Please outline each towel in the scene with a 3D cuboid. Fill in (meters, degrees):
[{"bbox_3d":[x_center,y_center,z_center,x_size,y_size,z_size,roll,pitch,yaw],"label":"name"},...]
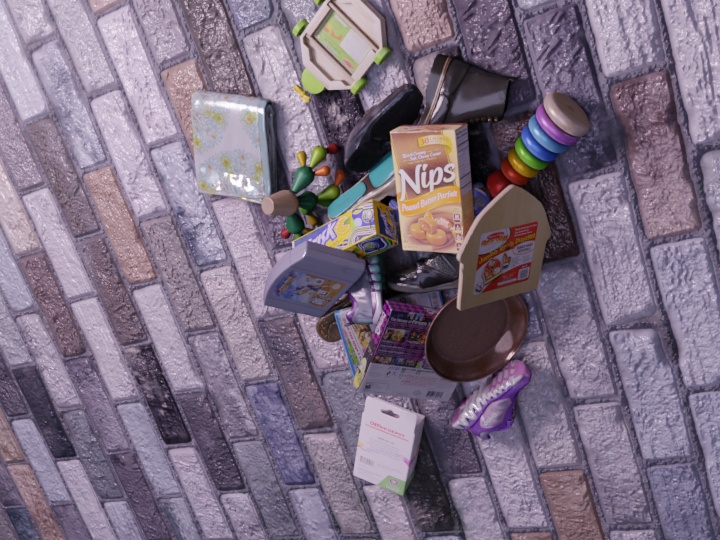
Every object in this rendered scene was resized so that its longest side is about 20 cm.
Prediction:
[{"bbox_3d":[-0.239,-0.231,1.530,0.169,0.048,0.202,10,115,20],"label":"towel"}]

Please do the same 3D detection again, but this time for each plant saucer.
[{"bbox_3d":[0.199,0.105,1.425,0.198,0.037,0.202,-10,123,-15],"label":"plant saucer"}]

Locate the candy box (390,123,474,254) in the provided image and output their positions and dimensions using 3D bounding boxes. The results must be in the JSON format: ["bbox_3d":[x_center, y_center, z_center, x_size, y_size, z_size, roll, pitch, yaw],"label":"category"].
[{"bbox_3d":[0.118,-0.131,1.306,0.114,0.055,0.202,4,114,29],"label":"candy box"}]

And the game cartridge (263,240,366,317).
[{"bbox_3d":[-0.092,0.019,1.428,0.132,0.042,0.200,11,147,-24],"label":"game cartridge"}]

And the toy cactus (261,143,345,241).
[{"bbox_3d":[-0.113,-0.132,1.452,0.102,0.164,0.201,40,121,26],"label":"toy cactus"}]

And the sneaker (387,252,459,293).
[{"bbox_3d":[0.137,-0.023,1.426,0.197,0.076,0.115,-8,105,21],"label":"sneaker"}]

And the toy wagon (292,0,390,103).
[{"bbox_3d":[-0.045,-0.373,1.383,0.155,0.040,0.200,45,123,2],"label":"toy wagon"}]

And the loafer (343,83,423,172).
[{"bbox_3d":[0.030,-0.252,1.365,0.200,0.072,0.073,-41,49,40],"label":"loafer"}]

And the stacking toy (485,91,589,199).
[{"bbox_3d":[0.269,-0.186,1.296,0.085,0.085,0.200,43,127,2],"label":"stacking toy"}]

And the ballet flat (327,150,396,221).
[{"bbox_3d":[0.029,-0.143,1.433,0.199,0.069,0.070,-35,94,24],"label":"ballet flat"}]

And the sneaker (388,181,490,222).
[{"bbox_3d":[0.138,-0.118,1.381,0.198,0.075,0.079,2,111,30],"label":"sneaker"}]

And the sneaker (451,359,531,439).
[{"bbox_3d":[0.257,0.244,1.490,0.088,0.081,0.200,38,127,-2],"label":"sneaker"}]

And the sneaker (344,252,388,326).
[{"bbox_3d":[0.000,0.000,1.456,0.086,0.074,0.202,-7,75,14],"label":"sneaker"}]

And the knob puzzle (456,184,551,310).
[{"bbox_3d":[0.230,-0.047,1.323,0.030,0.218,0.222,37,130,48],"label":"knob puzzle"}]

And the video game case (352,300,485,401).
[{"bbox_3d":[0.104,0.149,1.459,0.198,0.036,0.183,9,117,-25],"label":"video game case"}]

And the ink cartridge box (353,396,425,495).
[{"bbox_3d":[0.059,0.334,1.621,0.116,0.067,0.202,18,119,18],"label":"ink cartridge box"}]

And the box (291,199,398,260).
[{"bbox_3d":[-0.031,-0.048,1.422,0.199,0.064,0.071,-26,59,35],"label":"box"}]

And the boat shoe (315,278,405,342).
[{"bbox_3d":[0.005,0.062,1.529,0.199,0.068,0.072,-28,108,14],"label":"boat shoe"}]

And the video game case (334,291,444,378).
[{"bbox_3d":[0.065,0.116,1.503,0.198,0.018,0.144,-14,113,6],"label":"video game case"}]

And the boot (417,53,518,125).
[{"bbox_3d":[0.167,-0.236,1.325,0.137,0.078,0.202,17,119,12],"label":"boot"}]
